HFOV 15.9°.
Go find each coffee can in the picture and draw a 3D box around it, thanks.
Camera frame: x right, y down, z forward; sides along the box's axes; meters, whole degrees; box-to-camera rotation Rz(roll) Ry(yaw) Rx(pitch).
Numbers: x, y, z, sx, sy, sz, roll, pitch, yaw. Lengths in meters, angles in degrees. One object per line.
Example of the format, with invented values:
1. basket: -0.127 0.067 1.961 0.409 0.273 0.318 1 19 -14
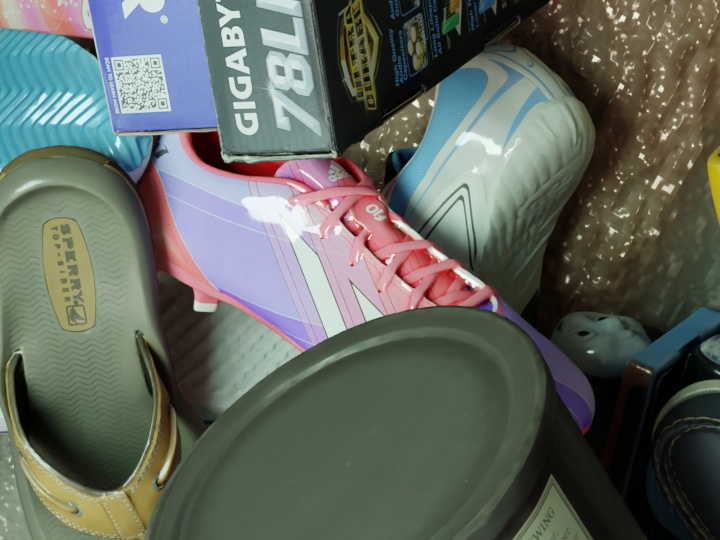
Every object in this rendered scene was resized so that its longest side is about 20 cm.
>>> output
1. coffee can: 0.039 0.134 0.851 0.145 0.147 0.201 -14 124 30

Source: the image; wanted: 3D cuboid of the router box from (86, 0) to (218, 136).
1. router box: -0.042 -0.169 0.888 0.048 0.179 0.202 -1 109 25

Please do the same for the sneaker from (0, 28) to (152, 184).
1. sneaker: -0.139 -0.044 1.022 0.199 0.081 0.077 -2 66 49

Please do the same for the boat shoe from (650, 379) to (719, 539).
1. boat shoe: 0.173 0.118 0.872 0.200 0.062 0.075 45 125 5

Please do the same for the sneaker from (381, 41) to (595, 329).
1. sneaker: 0.032 0.000 0.992 0.073 0.072 0.201 46 130 34

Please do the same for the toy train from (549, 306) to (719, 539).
1. toy train: 0.099 0.106 0.986 0.114 0.087 0.201 23 118 23

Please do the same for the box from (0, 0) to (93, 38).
1. box: -0.114 -0.197 0.961 0.102 0.095 0.202 9 113 24

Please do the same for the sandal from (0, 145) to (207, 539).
1. sandal: -0.092 0.054 0.944 0.081 0.055 0.202 -8 113 -1

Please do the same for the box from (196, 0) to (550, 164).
1. box: -0.001 -0.160 0.859 0.049 0.198 0.202 -1 110 27

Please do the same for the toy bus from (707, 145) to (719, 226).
1. toy bus: 0.184 0.041 0.919 0.065 0.078 0.201 -8 106 29

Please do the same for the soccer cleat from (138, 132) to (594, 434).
1. soccer cleat: 0.000 0.000 0.928 0.199 0.067 0.077 27 117 28

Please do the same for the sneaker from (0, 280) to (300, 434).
1. sneaker: -0.112 0.046 1.035 0.199 0.073 0.114 8 159 0
